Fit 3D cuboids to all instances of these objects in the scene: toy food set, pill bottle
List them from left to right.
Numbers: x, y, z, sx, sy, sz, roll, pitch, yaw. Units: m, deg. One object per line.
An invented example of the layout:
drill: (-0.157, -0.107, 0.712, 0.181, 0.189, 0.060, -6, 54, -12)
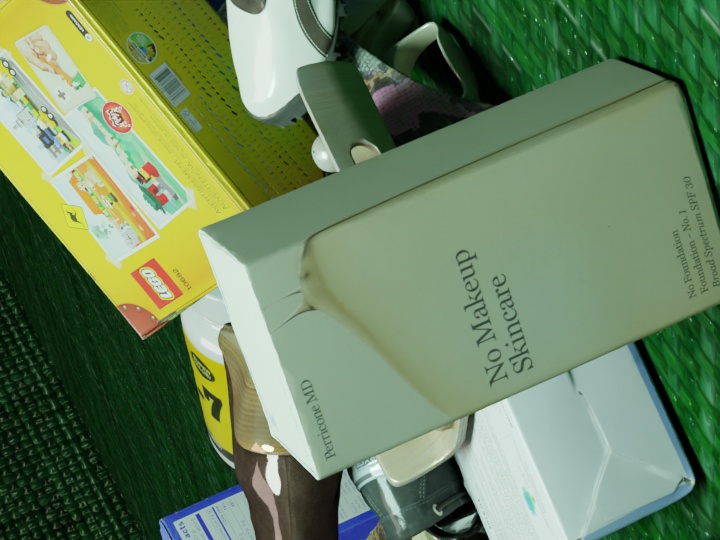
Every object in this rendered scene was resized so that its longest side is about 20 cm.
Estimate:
pill bottle: (-0.068, 0.049, 1.899, 0.114, 0.114, 0.200, 57, 164, 38)
toy food set: (0.000, 0.006, 1.317, 0.200, 0.060, 0.144, 92, 155, -63)

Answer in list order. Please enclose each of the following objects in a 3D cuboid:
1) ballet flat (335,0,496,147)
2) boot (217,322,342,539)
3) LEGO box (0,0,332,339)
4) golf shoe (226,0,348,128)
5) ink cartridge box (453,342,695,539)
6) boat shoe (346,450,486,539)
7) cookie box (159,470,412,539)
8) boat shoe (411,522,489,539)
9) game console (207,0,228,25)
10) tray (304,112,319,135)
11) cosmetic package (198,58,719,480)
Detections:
ballet flat: (0.014, -0.103, 1.375, 0.069, 0.071, 0.200, 31, -173, -44)
boot: (-0.041, 0.112, 1.470, 0.200, 0.072, 0.166, -80, -13, -85)
LEGO box: (-0.125, -0.080, 1.466, 0.200, 0.077, 0.149, 51, 139, -7)
golf shoe: (-0.055, -0.168, 1.325, 0.078, 0.094, 0.200, 26, 117, 46)
ink cartridge box: (0.089, 0.073, 1.363, 0.200, 0.076, 0.136, 138, 110, -76)
boat shoe: (0.049, 0.123, 1.481, 0.200, 0.069, 0.057, 9, -122, -66)
cookie box: (-0.017, 0.199, 1.754, 0.075, 0.200, 0.171, 56, 164, 41)
boat shoe: (0.049, 0.103, 1.630, 0.200, 0.073, 0.065, 66, 151, 11)
game console: (-0.095, -0.217, 1.484, 0.171, 0.118, 0.200, 38, 138, -3)
tray: (-0.041, -0.082, 1.523, 0.099, 0.037, 0.200, 51, 136, 44)
cosmetic package: (0.046, -0.003, 1.111, 0.073, 0.200, 0.104, 34, 146, 66)
